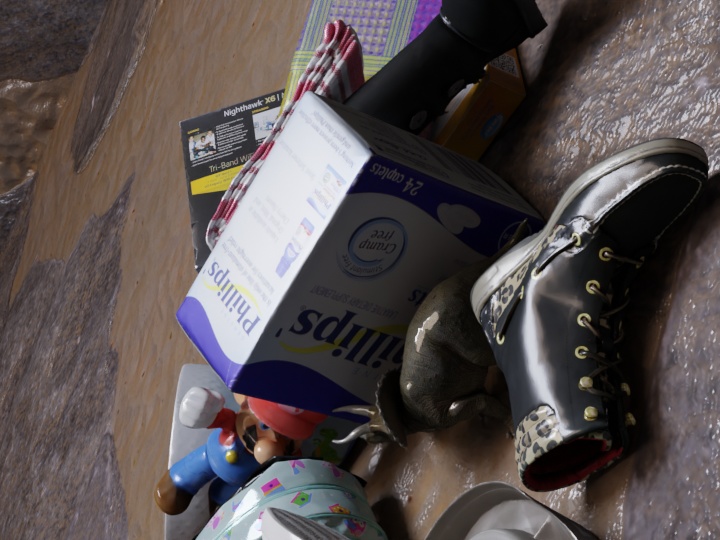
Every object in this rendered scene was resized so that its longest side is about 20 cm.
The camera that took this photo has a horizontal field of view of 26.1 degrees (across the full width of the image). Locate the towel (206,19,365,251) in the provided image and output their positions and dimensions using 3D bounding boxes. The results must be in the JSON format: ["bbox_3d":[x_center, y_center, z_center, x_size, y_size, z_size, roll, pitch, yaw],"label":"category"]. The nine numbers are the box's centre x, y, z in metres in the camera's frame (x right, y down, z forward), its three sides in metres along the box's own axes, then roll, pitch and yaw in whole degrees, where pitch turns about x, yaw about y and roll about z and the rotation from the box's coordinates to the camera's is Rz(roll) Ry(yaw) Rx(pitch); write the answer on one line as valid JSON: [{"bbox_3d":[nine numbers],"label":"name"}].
[{"bbox_3d":[-0.058,-0.091,1.215,0.200,0.030,0.146,-57,-7,-6],"label":"towel"}]

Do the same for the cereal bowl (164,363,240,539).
[{"bbox_3d":[-0.128,0.186,1.428,0.200,0.083,0.200,4,-90,-90],"label":"cereal bowl"}]

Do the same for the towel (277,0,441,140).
[{"bbox_3d":[0.010,-0.183,1.314,0.144,0.023,0.200,8,77,26],"label":"towel"}]

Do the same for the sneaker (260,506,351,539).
[{"bbox_3d":[-0.030,0.239,1.026,0.200,0.074,0.116,30,100,60],"label":"sneaker"}]

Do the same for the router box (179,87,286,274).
[{"bbox_3d":[-0.051,-0.082,1.349,0.200,0.052,0.157,-16,60,11],"label":"router box"}]

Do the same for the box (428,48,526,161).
[{"bbox_3d":[0.082,-0.171,1.320,0.119,0.041,0.200,-54,25,36],"label":"box"}]

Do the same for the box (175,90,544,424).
[{"bbox_3d":[0.000,0.000,1.132,0.200,0.184,0.105,-58,42,15],"label":"box"}]

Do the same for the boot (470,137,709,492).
[{"bbox_3d":[0.151,0.030,0.952,0.204,0.073,0.154,-44,41,40],"label":"boot"}]

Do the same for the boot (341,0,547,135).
[{"bbox_3d":[0.035,-0.154,1.150,0.200,0.165,0.066,-39,62,7],"label":"boot"}]

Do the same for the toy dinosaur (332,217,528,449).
[{"bbox_3d":[0.068,0.057,1.077,0.200,0.102,0.077,-65,22,17],"label":"toy dinosaur"}]

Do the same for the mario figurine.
[{"bbox_3d":[-0.092,0.149,1.236,0.106,0.123,0.200,59,134,22],"label":"mario figurine"}]

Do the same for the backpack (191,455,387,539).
[{"bbox_3d":[-0.061,0.240,1.197,0.200,0.167,0.127,-53,43,24],"label":"backpack"}]

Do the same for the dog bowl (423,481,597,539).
[{"bbox_3d":[0.086,0.232,0.948,0.200,0.059,0.200,-51,29,43],"label":"dog bowl"}]

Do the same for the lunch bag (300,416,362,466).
[{"bbox_3d":[-0.044,0.078,1.364,0.200,0.082,0.161,-98,31,-51],"label":"lunch bag"}]
